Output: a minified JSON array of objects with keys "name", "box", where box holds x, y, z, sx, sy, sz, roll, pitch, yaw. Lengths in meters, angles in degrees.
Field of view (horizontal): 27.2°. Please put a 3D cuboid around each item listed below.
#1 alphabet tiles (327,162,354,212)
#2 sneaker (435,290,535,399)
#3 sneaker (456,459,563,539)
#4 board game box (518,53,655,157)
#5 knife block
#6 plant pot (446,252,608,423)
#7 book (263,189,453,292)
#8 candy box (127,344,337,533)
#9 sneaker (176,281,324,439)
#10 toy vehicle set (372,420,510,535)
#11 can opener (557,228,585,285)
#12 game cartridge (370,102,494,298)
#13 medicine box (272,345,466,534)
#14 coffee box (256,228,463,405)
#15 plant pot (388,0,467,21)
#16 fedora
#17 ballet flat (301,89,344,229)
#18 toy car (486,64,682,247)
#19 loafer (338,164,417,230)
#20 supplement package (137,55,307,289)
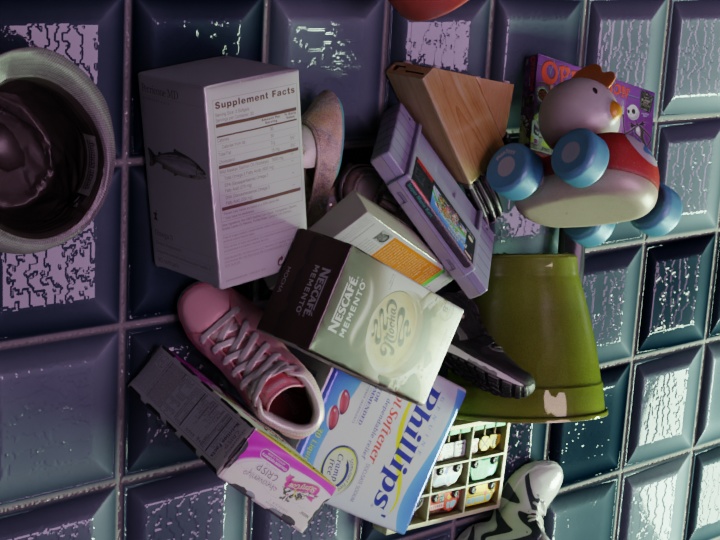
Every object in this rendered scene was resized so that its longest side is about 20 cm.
[{"name":"alphabet tiles","box":[0.013,-0.024,1.694,0.167,0.008,0.200,-55,132,-15]},{"name":"sneaker","box":[0.118,0.068,1.682,0.088,0.200,0.076,-58,163,-15]},{"name":"sneaker","box":[0.224,0.332,1.903,0.199,0.129,0.080,-36,124,-29]},{"name":"board game box","box":[0.281,-0.184,1.833,0.199,0.032,0.121,11,76,-33]},{"name":"knife block","box":[0.107,-0.139,1.705,0.200,0.064,0.176,4,98,-43]},{"name":"plant pot","box":[0.193,0.075,1.776,0.200,0.200,0.194,-2,92,-41]},{"name":"book","box":[0.000,0.000,1.591,0.133,0.048,0.200,-38,148,13]},{"name":"candy box","box":[-0.130,0.165,1.483,0.061,0.200,0.136,-51,131,-4]},{"name":"sneaker","box":[-0.106,0.089,1.501,0.075,0.105,0.200,-41,94,-7]},{"name":"toy vehicle set","box":[0.102,0.247,1.839,0.200,0.026,0.125,-5,105,-41]},{"name":"can opener","box":[0.265,-0.047,1.883,0.063,0.078,0.201,-68,156,-72]},{"name":"game cartridge","box":[0.084,-0.077,1.642,0.038,0.130,0.200,-29,113,19]},{"name":"medicine box","box":[-0.009,0.172,1.659,0.200,0.103,0.183,29,83,-39]},{"name":"coffee box","box":[0.003,0.050,1.506,0.200,0.080,0.113,29,82,-47]},{"name":"plant pot","box":[0.053,-0.386,1.511,0.177,0.200,0.201,38,76,-30]},{"name":"fedora","box":[-0.312,-0.111,1.318,0.200,0.090,0.177,41,76,-48]},{"name":"ballet flat","box":[-0.063,-0.092,1.566,0.067,0.068,0.201,1,101,-39]},{"name":"toy car","box":[0.265,-0.156,1.713,0.184,0.177,0.201,26,65,-41]},{"name":"loafer","box":[0.058,-0.058,1.676,0.200,0.063,0.072,36,79,-42]},{"name":"supplement package","box":[-0.134,-0.100,1.464,0.117,0.117,0.201,-17,113,-38]}]
